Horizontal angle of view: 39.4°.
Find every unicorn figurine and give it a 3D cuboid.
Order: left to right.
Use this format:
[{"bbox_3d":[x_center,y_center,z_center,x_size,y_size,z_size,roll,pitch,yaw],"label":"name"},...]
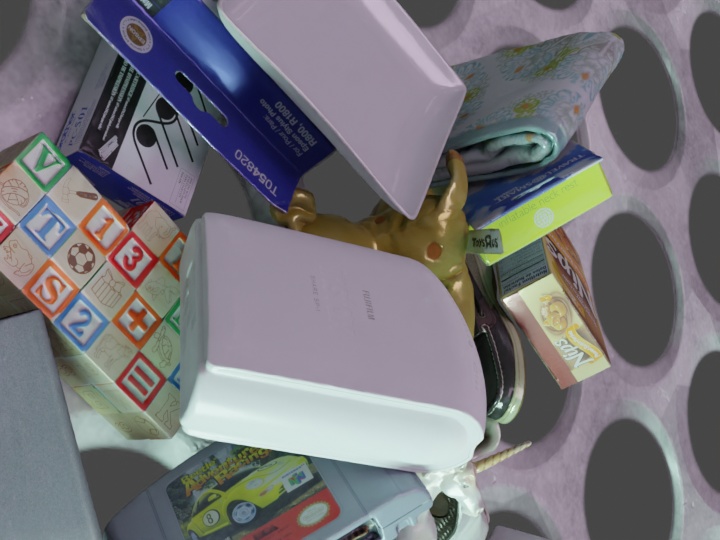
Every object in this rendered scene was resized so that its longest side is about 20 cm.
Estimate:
[{"bbox_3d":[0.032,0.193,0.744,0.074,0.199,0.139,-8,94,-42],"label":"unicorn figurine"}]

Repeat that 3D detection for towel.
[{"bbox_3d":[0.118,-0.144,0.897,0.048,0.199,0.172,58,47,-28],"label":"towel"}]

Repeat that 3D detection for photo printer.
[{"bbox_3d":[-0.016,0.047,0.649,0.199,0.070,0.167,13,34,-19],"label":"photo printer"}]

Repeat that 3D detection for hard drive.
[{"bbox_3d":[-0.224,0.135,0.574,0.139,0.033,0.202,-17,94,-45],"label":"hard drive"}]

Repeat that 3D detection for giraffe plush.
[{"bbox_3d":[0.000,0.000,0.798,0.161,0.200,0.174,-7,76,-17],"label":"giraffe plush"}]

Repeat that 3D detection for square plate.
[{"bbox_3d":[-0.008,-0.157,0.748,0.198,0.028,0.201,46,38,-18],"label":"square plate"}]

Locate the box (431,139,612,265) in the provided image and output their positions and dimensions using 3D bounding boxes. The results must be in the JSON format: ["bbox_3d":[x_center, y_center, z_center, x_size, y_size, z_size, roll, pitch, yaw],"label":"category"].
[{"bbox_3d":[0.133,-0.072,0.878,0.121,0.200,0.048,-30,109,2],"label":"box"}]

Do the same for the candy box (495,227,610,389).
[{"bbox_3d":[0.175,0.005,0.962,0.116,0.055,0.200,52,19,-24],"label":"candy box"}]

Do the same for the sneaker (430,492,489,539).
[{"bbox_3d":[0.069,0.192,0.836,0.085,0.073,0.201,-40,146,-38],"label":"sneaker"}]

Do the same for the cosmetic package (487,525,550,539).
[{"bbox_3d":[0.170,0.359,0.847,0.167,0.165,0.201,-47,130,-39],"label":"cosmetic package"}]

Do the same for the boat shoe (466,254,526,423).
[{"bbox_3d":[0.092,0.047,0.901,0.066,0.072,0.202,10,46,-24],"label":"boat shoe"}]

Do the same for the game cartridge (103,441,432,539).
[{"bbox_3d":[-0.067,0.158,0.654,0.199,0.133,0.041,-30,123,-11],"label":"game cartridge"}]

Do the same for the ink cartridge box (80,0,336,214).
[{"bbox_3d":[-0.082,-0.174,0.732,0.200,0.040,0.201,45,39,-27],"label":"ink cartridge box"}]

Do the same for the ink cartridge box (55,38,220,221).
[{"bbox_3d":[-0.147,-0.144,0.744,0.094,0.044,0.201,34,59,-36],"label":"ink cartridge box"}]

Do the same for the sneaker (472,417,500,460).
[{"bbox_3d":[0.036,0.126,0.842,0.199,0.089,0.068,17,71,-41],"label":"sneaker"}]

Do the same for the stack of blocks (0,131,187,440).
[{"bbox_3d":[-0.176,0.006,0.678,0.200,0.058,0.115,51,52,-25],"label":"stack of blocks"}]
